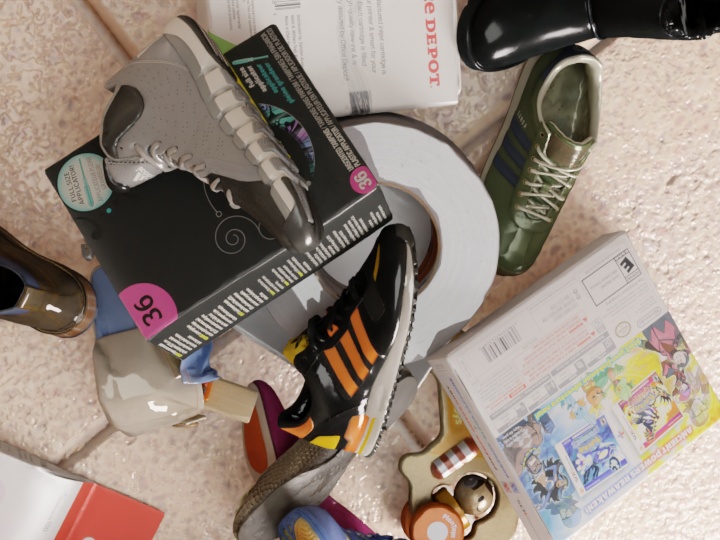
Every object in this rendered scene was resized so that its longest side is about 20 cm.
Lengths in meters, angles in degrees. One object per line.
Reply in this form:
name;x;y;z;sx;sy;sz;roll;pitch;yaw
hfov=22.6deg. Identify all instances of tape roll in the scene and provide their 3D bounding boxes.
tape roll;0.010;-0.025;1.455;0.199;0.066;0.201;0;103;-2

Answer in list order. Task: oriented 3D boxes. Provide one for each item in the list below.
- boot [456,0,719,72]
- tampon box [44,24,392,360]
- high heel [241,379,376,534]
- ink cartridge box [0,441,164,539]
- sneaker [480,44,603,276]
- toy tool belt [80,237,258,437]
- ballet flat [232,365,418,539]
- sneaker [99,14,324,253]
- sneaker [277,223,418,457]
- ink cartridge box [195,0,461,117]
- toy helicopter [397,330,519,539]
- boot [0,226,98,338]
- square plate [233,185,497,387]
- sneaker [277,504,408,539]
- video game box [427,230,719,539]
boot;0.196;-0.204;1.426;0.198;0.162;0.074;-25;116;-34
tampon box;-0.100;-0.054;1.330;0.200;0.126;0.150;-34;78;0
high heel;-0.039;0.177;1.545;0.096;0.067;0.201;-20;109;-25
ink cartridge box;-0.284;0.238;1.502;0.199;0.057;0.163;26;95;-12
sneaker;0.151;-0.094;1.488;0.067;0.090;0.201;17;84;-19
toy tool belt;-0.151;0.030;1.447;0.122;0.125;0.201;-7;79;-1
ballet flat;-0.035;0.146;1.485;0.200;0.046;0.067;-45;148;-11
sneaker;-0.113;-0.069;1.238;0.115;0.075;0.200;-34;66;5
sneaker;-0.012;0.053;1.394;0.090;0.070;0.201;9;117;-7
ink cartridge box;-0.028;-0.199;1.446;0.199;0.084;0.146;-7;103;-10
toy helicopter;0.096;0.148;1.558;0.132;0.079;0.201;-7;91;-5
boot;-0.305;-0.006;1.379;0.199;0.097;0.075;18;87;18
square plate;0.000;0.000;1.519;0.198;0.028;0.200;35;91;-13
sneaker;-0.001;0.240;1.495;0.088;0.075;0.200;-39;139;-11
video game box;0.180;0.095;1.474;0.200;0.047;0.183;-33;96;-22
